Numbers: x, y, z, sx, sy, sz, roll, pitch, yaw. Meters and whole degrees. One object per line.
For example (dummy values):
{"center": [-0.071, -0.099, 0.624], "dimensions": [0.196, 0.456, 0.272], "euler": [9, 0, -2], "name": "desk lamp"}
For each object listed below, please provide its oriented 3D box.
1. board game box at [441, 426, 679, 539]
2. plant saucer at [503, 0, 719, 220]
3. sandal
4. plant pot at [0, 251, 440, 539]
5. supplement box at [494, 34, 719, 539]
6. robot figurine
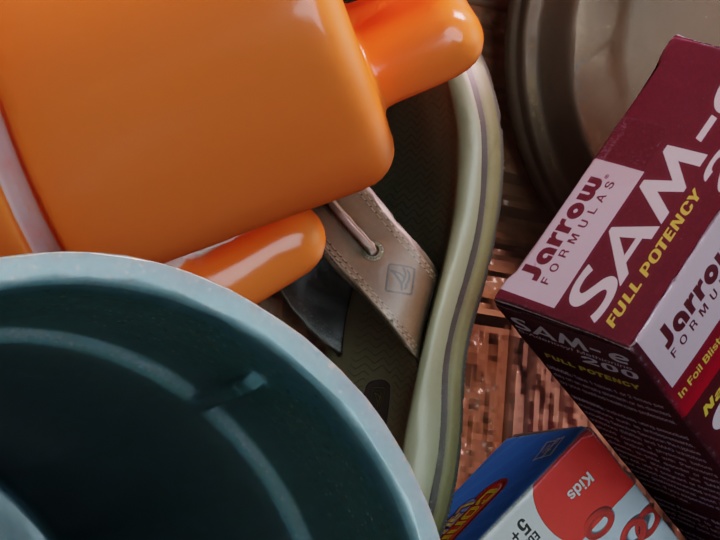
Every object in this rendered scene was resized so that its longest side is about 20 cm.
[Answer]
{"center": [0.057, 0.188, 0.833], "dimensions": [0.200, 0.056, 0.196], "euler": [-44, 102, -25], "name": "board game box"}
{"center": [0.147, -0.076, 0.903], "dimensions": [0.200, 0.029, 0.200], "euler": [-2, 97, -18], "name": "plant saucer"}
{"center": [0.000, 0.001, 0.818], "dimensions": [0.057, 0.080, 0.201], "euler": [10, 79, -27], "name": "sandal"}
{"center": [-0.106, 0.108, 0.684], "dimensions": [0.200, 0.196, 0.200], "euler": [4, 80, -25], "name": "plant pot"}
{"center": [0.135, 0.030, 0.842], "dimensions": [0.109, 0.061, 0.200], "euler": [-55, 133, -15], "name": "supplement box"}
{"center": [-0.066, -0.057, 0.755], "dimensions": [0.200, 0.144, 0.117], "euler": [-19, 55, 1], "name": "robot figurine"}
